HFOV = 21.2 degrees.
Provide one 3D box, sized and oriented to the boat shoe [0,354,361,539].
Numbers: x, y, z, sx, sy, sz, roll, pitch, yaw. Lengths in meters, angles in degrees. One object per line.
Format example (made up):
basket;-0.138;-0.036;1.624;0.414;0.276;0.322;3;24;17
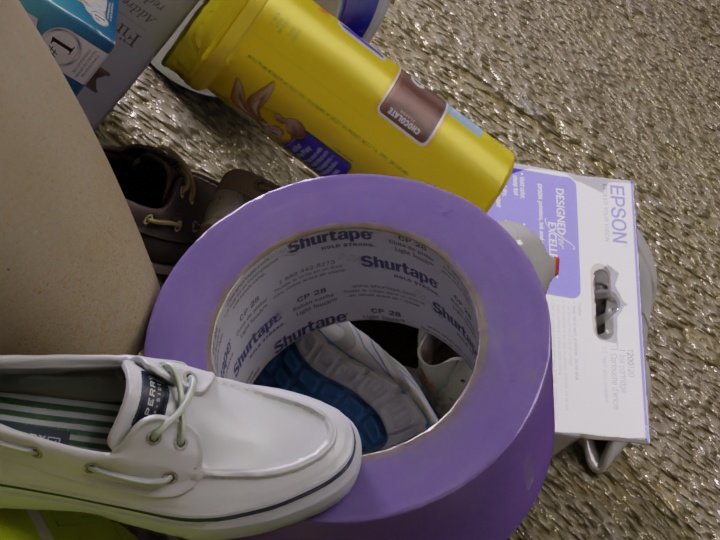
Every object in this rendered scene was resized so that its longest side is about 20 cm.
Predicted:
boat shoe;-0.097;0.073;0.846;0.198;0.067;0.074;-1;51;-6

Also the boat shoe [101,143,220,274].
boat shoe;-0.135;-0.043;1.157;0.199;0.060;0.072;3;46;-54

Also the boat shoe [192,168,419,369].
boat shoe;0.000;0.000;1.153;0.199;0.072;0.065;23;60;-5

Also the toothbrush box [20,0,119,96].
toothbrush box;-0.251;-0.142;1.041;0.199;0.147;0.086;30;28;-23

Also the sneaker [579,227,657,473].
sneaker;0.168;0.050;1.350;0.089;0.075;0.201;-60;143;-52

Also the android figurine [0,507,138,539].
android figurine;-0.148;0.161;0.836;0.199;0.041;0.182;0;45;-47

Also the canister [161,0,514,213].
canister;-0.014;-0.098;1.147;0.199;0.087;0.149;36;1;-10

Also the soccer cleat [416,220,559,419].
soccer cleat;0.057;0.068;1.091;0.077;0.202;0.069;-9;27;-45

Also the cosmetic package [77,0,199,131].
cosmetic package;-0.186;-0.202;1.160;0.167;0.200;0.167;34;27;-18

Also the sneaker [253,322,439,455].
sneaker;-0.021;0.056;1.073;0.200;0.075;0.086;46;14;29

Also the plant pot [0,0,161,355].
plant pot;-0.195;-0.027;0.946;0.200;0.187;0.188;50;22;-23

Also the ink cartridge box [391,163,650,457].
ink cartridge box;0.083;0.020;1.235;0.198;0.043;0.200;8;59;-10

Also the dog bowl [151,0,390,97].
dog bowl;-0.079;-0.223;1.347;0.200;0.200;0.079;48;28;9

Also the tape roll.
tape roll;-0.003;0.056;0.954;0.085;0.199;0.201;81;-15;-55
